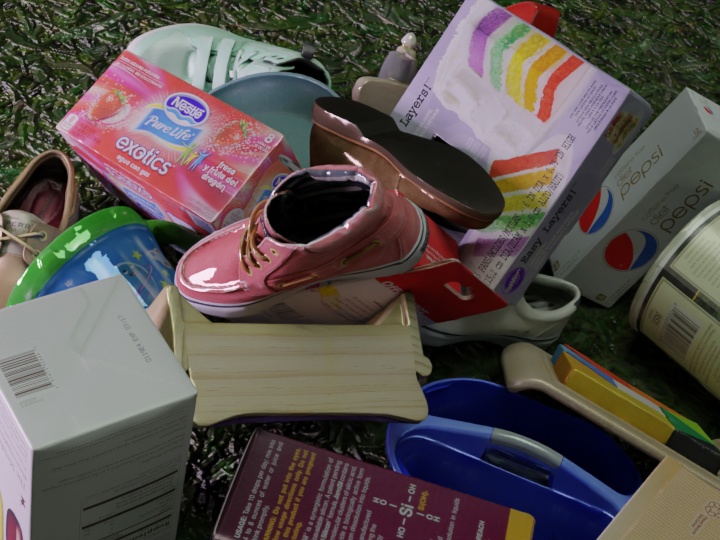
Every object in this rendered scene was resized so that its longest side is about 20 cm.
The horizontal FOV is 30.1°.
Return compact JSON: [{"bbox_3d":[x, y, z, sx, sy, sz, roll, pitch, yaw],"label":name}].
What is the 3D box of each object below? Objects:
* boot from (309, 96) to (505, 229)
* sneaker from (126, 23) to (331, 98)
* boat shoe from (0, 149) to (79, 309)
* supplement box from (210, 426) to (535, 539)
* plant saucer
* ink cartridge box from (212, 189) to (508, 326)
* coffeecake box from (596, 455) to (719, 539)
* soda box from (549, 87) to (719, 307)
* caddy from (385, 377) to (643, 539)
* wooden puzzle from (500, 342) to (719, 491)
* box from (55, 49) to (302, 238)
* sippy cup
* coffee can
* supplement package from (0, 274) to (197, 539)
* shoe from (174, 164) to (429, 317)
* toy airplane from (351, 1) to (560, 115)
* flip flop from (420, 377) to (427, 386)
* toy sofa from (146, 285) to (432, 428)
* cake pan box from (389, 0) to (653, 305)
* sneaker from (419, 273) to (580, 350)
[{"bbox_3d":[0.033,-0.068,1.062,0.073,0.076,0.199,-9,32,-44],"label":"boot"},{"bbox_3d":[-0.123,-0.195,1.276,0.198,0.075,0.118,4,8,-14],"label":"sneaker"},{"bbox_3d":[-0.280,-0.023,1.093,0.073,0.067,0.201,11,43,-4],"label":"boat shoe"},{"bbox_3d":[0.000,0.209,0.887,0.198,0.132,0.104,18,41,2],"label":"supplement box"},{"bbox_3d":[-0.093,-0.085,1.183,0.198,0.036,0.202,-9,57,14],"label":"plant saucer"},{"bbox_3d":[0.000,0.000,1.011,0.198,0.116,0.068,-11,67,24],"label":"ink cartridge box"},{"bbox_3d":[0.154,0.239,0.846,0.073,0.201,0.153,35,47,20],"label":"coffeecake box"},{"bbox_3d":[0.251,-0.061,1.178,0.068,0.200,0.064,22,36,-27],"label":"soda box"},{"bbox_3d":[0.110,0.159,0.984,0.198,0.106,0.142,21,42,7],"label":"caddy"},{"bbox_3d":[0.205,0.107,1.029,0.199,0.038,0.185,26,6,2],"label":"wooden puzzle"},{"bbox_3d":[-0.144,-0.088,1.121,0.199,0.103,0.095,30,73,32],"label":"box"},{"bbox_3d":[-0.178,0.044,1.017,0.130,0.140,0.178,44,92,15],"label":"sippy cup"},{"bbox_3d":[0.349,0.054,1.130,0.146,0.147,0.200,-26,57,-35],"label":"coffee can"},{"bbox_3d":[-0.186,0.123,0.871,0.109,0.201,0.114,-17,51,-30],"label":"supplement package"},{"bbox_3d":[-0.058,-0.023,0.925,0.198,0.091,0.072,-12,66,22],"label":"shoe"},{"bbox_3d":[0.100,-0.152,1.242,0.198,0.200,0.142,-26,55,0],"label":"toy airplane"},{"bbox_3d":[-0.015,0.034,1.115,0.080,0.058,0.200,-14,50,-28],"label":"flip flop"},{"bbox_3d":[-0.054,0.072,0.935,0.198,0.083,0.099,1,68,-27],"label":"toy sofa"},{"bbox_3d":[0.106,-0.098,1.079,0.184,0.201,0.052,43,13,36],"label":"cake pan box"},{"bbox_3d":[0.096,0.018,1.117,0.198,0.071,0.073,6,45,-32],"label":"sneaker"}]
